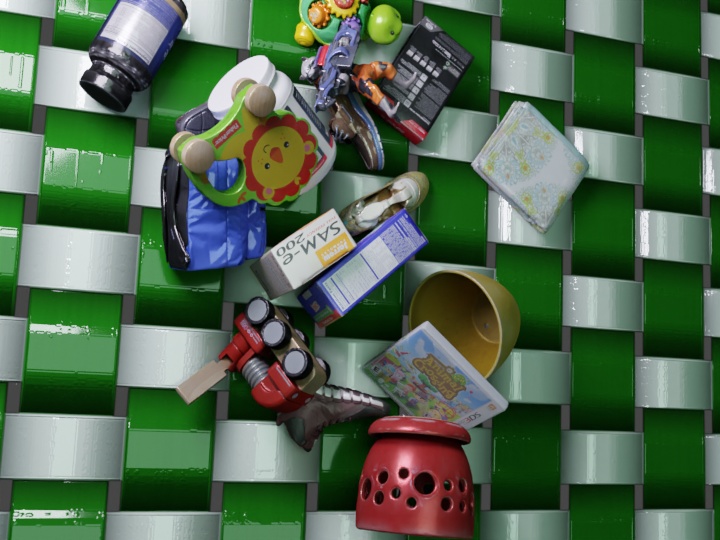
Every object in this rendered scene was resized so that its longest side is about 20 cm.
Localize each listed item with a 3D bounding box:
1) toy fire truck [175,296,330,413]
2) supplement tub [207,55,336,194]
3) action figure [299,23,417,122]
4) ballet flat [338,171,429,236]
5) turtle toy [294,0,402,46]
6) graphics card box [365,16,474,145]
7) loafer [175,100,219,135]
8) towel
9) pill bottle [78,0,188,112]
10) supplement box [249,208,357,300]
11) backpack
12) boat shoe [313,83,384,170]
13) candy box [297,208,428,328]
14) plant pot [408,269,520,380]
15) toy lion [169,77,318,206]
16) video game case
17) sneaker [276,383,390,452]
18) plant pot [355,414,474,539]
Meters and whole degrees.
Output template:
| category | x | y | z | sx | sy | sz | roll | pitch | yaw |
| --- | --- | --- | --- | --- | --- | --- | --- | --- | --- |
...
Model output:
| category | x | y | z | sx | sy | sz | roll | pitch | yaw |
| --- | --- | --- | --- | --- | --- | --- | --- | --- | --- |
| toy fire truck | -0.177 | 0.166 | 1.391 | 0.200 | 0.128 | 0.177 | -44 | 63 | 5 |
| supplement tub | -0.142 | -0.232 | 1.413 | 0.141 | 0.139 | 0.201 | -52 | 127 | -16 |
| action figure | -0.018 | -0.306 | 1.456 | 0.190 | 0.105 | 0.202 | 21 | 58 | 6 |
| ballet flat | 0.051 | -0.121 | 1.535 | 0.197 | 0.071 | 0.072 | -28 | 92 | -19 |
| turtle toy | -0.021 | -0.457 | 1.532 | 0.196 | 0.101 | 0.149 | 19 | 78 | -15 |
| graphics card box | 0.110 | -0.349 | 1.589 | 0.124 | 0.051 | 0.202 | 34 | 76 | -11 |
| loafer | -0.225 | -0.279 | 1.468 | 0.197 | 0.063 | 0.073 | -28 | 124 | -22 |
| towel | 0.325 | -0.200 | 1.645 | 0.199 | 0.048 | 0.172 | 40 | 77 | -10 |
| pill bottle | -0.372 | -0.366 | 1.403 | 0.110 | 0.112 | 0.203 | 29 | 76 | -12 |
| supplement box | -0.098 | -0.023 | 1.405 | 0.125 | 0.200 | 0.074 | -35 | 94 | -18 |
| backpack | -0.239 | -0.109 | 1.387 | 0.165 | 0.161 | 0.205 | -6 | 94 | -31 |
| boat shoe | -0.023 | -0.261 | 1.531 | 0.071 | 0.072 | 0.203 | -24 | 81 | -14 |
| candy box | 0.000 | 0.000 | 1.450 | 0.199 | 0.169 | 0.078 | -39 | 92 | -17 |
| plant pot | 0.202 | 0.091 | 1.510 | 0.140 | 0.198 | 0.205 | -11 | 87 | -46 |
| toy lion | -0.160 | -0.172 | 1.302 | 0.200 | 0.068 | 0.193 | -43 | 128 | -14 |
| video game case | 0.124 | 0.197 | 1.469 | 0.200 | 0.182 | 0.022 | 45 | 44 | -7 |
| sneaker | -0.052 | 0.254 | 1.462 | 0.195 | 0.076 | 0.118 | 13 | 85 | -5 |
| plant pot | 0.095 | 0.344 | 1.432 | 0.196 | 0.200 | 0.187 | 11 | 72 | -16 |
